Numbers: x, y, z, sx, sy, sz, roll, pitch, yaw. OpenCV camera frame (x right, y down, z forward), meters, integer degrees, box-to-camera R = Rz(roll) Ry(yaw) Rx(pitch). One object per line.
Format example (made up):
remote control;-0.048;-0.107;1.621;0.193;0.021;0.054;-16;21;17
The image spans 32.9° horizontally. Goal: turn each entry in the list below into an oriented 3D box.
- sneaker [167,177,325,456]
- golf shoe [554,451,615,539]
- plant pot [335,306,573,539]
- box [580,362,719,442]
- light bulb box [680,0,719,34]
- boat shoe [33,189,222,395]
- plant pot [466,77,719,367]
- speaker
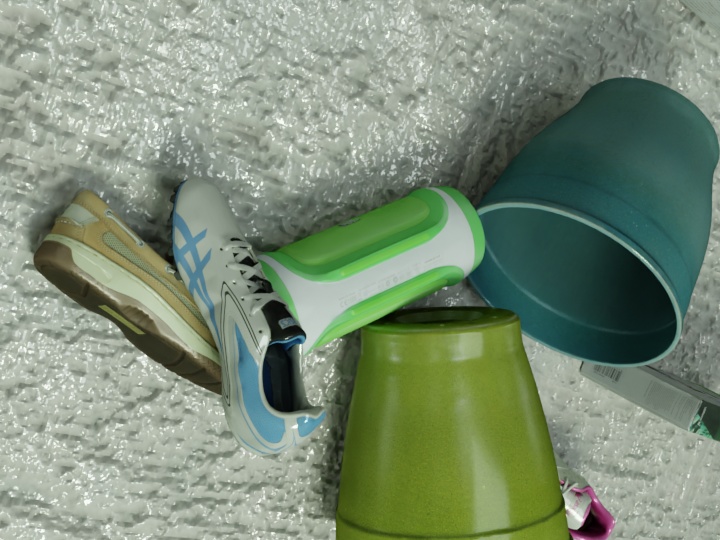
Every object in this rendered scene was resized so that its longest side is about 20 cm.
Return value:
sneaker;-0.076;0.025;0.842;0.072;0.072;0.202;-1;68;-62
golf shoe;0.166;0.190;1.128;0.200;0.091;0.076;40;79;-35
plant pot;0.069;0.132;0.990;0.199;0.200;0.195;-8;97;-35
box;0.329;0.135;1.199;0.199;0.144;0.037;19;96;-38
light bulb box;0.439;-0.260;1.132;0.197;0.199;0.126;24;89;-39
boat shoe;-0.136;0.018;0.872;0.200;0.071;0.077;45;60;-38
plant pot;0.210;-0.055;1.038;0.200;0.199;0.189;53;57;-34
speaker;0.000;0.000;0.952;0.199;0.088;0.089;-24;116;-30
